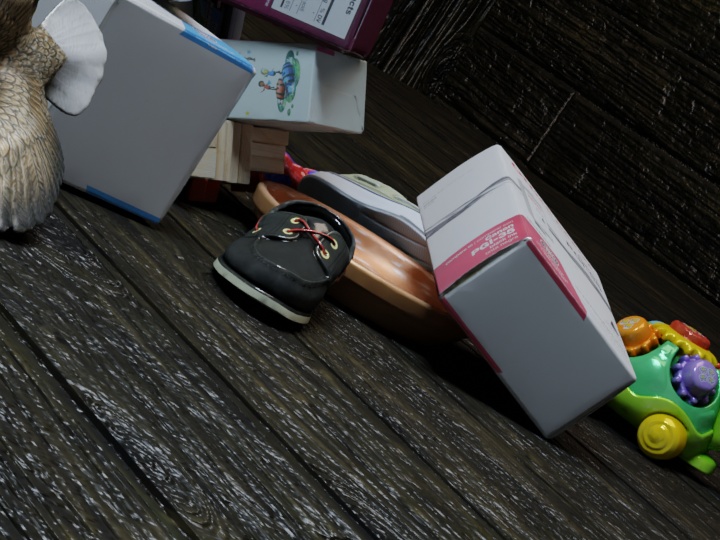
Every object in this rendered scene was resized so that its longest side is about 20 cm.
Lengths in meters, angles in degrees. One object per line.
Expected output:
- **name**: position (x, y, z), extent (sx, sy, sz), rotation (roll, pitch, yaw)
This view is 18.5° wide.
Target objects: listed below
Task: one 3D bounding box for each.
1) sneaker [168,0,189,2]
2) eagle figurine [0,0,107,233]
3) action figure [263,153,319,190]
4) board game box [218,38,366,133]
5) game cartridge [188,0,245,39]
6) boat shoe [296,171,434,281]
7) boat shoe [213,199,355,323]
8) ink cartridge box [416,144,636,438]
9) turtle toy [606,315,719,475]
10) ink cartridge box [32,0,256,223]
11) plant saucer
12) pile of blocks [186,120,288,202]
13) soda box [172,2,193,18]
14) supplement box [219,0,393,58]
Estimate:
- **sneaker**: position (-0.119, -0.220, 1.512), extent (0.083, 0.072, 0.200), rotation (30, 8, -29)
- **eagle figurine**: position (-0.215, -0.112, 1.233), extent (0.152, 0.151, 0.200), rotation (40, -6, -21)
- **action figure**: position (-0.036, -0.071, 1.920), extent (0.200, 0.052, 0.065), rotation (25, 4, -14)
- **board game box**: position (-0.110, -0.144, 1.711), extent (0.200, 0.064, 0.148), rotation (3, 0, 15)
- **game cartridge**: position (-0.154, -0.213, 1.852), extent (0.038, 0.200, 0.130), rotation (-22, 49, -39)
- **boat shoe**: position (0.031, -0.034, 1.817), extent (0.062, 0.072, 0.200), rotation (-19, 41, -39)
- **boat shoe**: position (-0.047, -0.010, 1.471), extent (0.074, 0.063, 0.201), rotation (35, 9, 1)
- **ink cartridge box**: position (0.120, 0.010, 1.645), extent (0.147, 0.083, 0.200), rotation (51, 12, -20)
- **turtle toy**: position (0.269, 0.104, 1.842), extent (0.200, 0.101, 0.146), rotation (35, 9, 19)
- **ink cartridge box**: position (-0.193, -0.144, 1.472), extent (0.129, 0.125, 0.200), rotation (25, 10, -44)
- **plant saucer**: position (0.000, 0.000, 1.672), extent (0.200, 0.037, 0.200), rotation (31, 9, -5)
- **pile of blocks**: position (-0.121, -0.082, 1.657), extent (0.082, 0.062, 0.200), rotation (4, 0, 19)
- **soda box**: position (-0.235, -0.240, 1.829), extent (0.200, 0.070, 0.063), rotation (14, 28, 31)
- **supplement box**: position (-0.073, -0.245, 1.673), extent (0.200, 0.103, 0.131), rotation (24, 5, 4)
